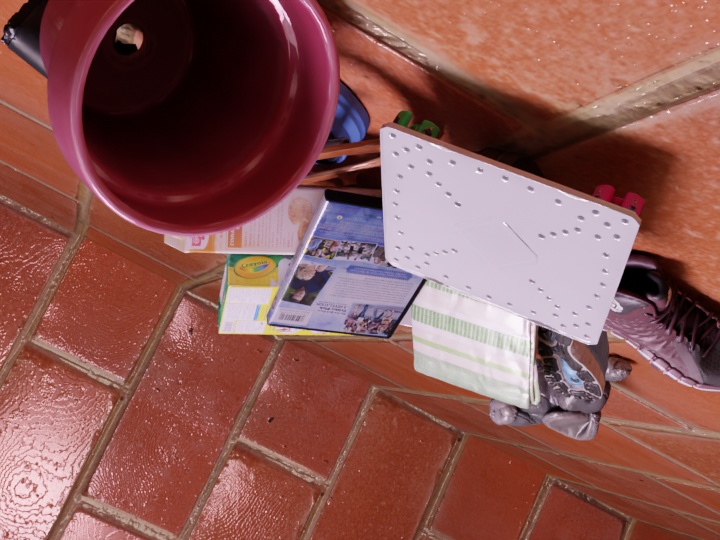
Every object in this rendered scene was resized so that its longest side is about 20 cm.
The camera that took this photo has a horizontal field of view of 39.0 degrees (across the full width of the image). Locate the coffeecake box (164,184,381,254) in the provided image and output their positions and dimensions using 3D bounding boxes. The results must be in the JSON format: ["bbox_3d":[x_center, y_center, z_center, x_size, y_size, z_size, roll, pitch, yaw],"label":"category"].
[{"bbox_3d":[-0.098,-0.056,1.074,0.199,0.073,0.153,1,-175,-19],"label":"coffeecake box"}]

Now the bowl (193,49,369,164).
[{"bbox_3d":[-0.090,-0.158,0.921,0.200,0.039,0.201,25,169,5],"label":"bowl"}]

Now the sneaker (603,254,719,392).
[{"bbox_3d":[0.287,0.046,0.934,0.200,0.076,0.116,25,166,8],"label":"sneaker"}]

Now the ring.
[{"bbox_3d":[-0.033,-0.085,0.876,0.200,0.019,0.200,-11,180,0],"label":"ring"}]

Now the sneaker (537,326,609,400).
[{"bbox_3d":[0.213,0.045,1.076,0.078,0.090,0.200,1,135,36],"label":"sneaker"}]

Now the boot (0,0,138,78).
[{"bbox_3d":[-0.241,-0.165,0.893,0.162,0.073,0.198,41,-159,-17],"label":"boot"}]

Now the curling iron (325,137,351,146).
[{"bbox_3d":[-0.059,-0.106,0.934,0.049,0.026,0.200,7,173,-27],"label":"curling iron"}]

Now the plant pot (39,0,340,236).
[{"bbox_3d":[-0.144,-0.147,0.742,0.200,0.200,0.179,36,180,-44],"label":"plant pot"}]

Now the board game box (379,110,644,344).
[{"bbox_3d":[0.112,-0.030,0.810,0.199,0.026,0.200,23,153,15],"label":"board game box"}]

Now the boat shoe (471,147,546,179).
[{"bbox_3d":[0.140,-0.038,0.887,0.068,0.072,0.200,16,152,40],"label":"boat shoe"}]

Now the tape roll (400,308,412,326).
[{"bbox_3d":[0.097,0.047,1.269,0.202,0.037,0.203,8,-176,-1],"label":"tape roll"}]

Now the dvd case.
[{"bbox_3d":[0.000,0.000,1.025,0.142,0.018,0.200,7,138,-20],"label":"dvd case"}]

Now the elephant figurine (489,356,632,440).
[{"bbox_3d":[0.286,0.171,1.414,0.199,0.142,0.155,3,-171,25],"label":"elephant figurine"}]

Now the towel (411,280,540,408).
[{"bbox_3d":[0.119,0.044,1.055,0.152,0.023,0.201,17,129,29],"label":"towel"}]

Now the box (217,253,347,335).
[{"bbox_3d":[-0.052,0.028,1.114,0.199,0.049,0.117,4,151,-13],"label":"box"}]
